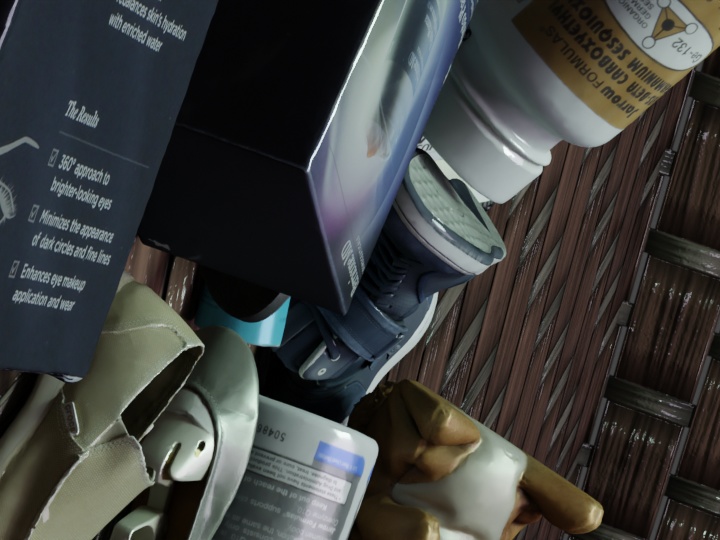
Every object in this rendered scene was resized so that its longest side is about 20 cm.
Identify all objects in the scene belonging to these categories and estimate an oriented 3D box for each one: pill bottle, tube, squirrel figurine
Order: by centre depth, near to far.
[{"bbox_3d":[0.123,-0.134,1.501,0.200,0.114,0.114,-41,177,16],"label":"pill bottle"},{"bbox_3d":[-0.046,-0.060,1.511,0.077,0.050,0.201,-112,-145,-82],"label":"tube"},{"bbox_3d":[-0.073,0.175,1.583,0.114,0.113,0.201,45,65,-78],"label":"pill bottle"},{"bbox_3d":[0.014,0.167,1.684,0.187,0.141,0.200,-57,-148,0],"label":"squirrel figurine"}]

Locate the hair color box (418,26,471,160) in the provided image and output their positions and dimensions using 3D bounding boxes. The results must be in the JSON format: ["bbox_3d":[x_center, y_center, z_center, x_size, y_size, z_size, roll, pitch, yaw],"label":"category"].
[{"bbox_3d":[0.032,-0.159,1.552,0.100,0.061,0.201,-8,127,-29],"label":"hair color box"}]

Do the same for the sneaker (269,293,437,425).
[{"bbox_3d":[0.006,0.006,1.776,0.146,0.077,0.203,99,16,-52],"label":"sneaker"}]

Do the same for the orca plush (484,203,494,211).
[{"bbox_3d":[0.060,-0.044,1.968,0.200,0.071,0.106,64,46,-75],"label":"orca plush"}]

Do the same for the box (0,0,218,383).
[{"bbox_3d":[-0.132,-0.078,0.858,0.197,0.117,0.201,20,90,-79],"label":"box"}]

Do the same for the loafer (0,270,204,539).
[{"bbox_3d":[-0.133,0.094,1.268,0.076,0.068,0.201,76,34,-70],"label":"loafer"}]

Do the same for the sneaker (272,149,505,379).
[{"bbox_3d":[0.001,0.002,1.553,0.146,0.077,0.202,-30,168,6],"label":"sneaker"}]

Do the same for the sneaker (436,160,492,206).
[{"bbox_3d":[0.049,-0.093,1.799,0.200,0.070,0.094,-16,120,-64],"label":"sneaker"}]

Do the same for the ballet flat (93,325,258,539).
[{"bbox_3d":[-0.108,0.125,1.464,0.064,0.067,0.201,20,89,-68],"label":"ballet flat"}]

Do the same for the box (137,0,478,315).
[{"bbox_3d":[-0.029,-0.112,1.293,0.200,0.123,0.199,76,37,-70],"label":"box"}]

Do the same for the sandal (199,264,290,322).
[{"bbox_3d":[-0.051,-0.074,1.428,0.048,0.075,0.201,21,80,-54],"label":"sandal"}]
